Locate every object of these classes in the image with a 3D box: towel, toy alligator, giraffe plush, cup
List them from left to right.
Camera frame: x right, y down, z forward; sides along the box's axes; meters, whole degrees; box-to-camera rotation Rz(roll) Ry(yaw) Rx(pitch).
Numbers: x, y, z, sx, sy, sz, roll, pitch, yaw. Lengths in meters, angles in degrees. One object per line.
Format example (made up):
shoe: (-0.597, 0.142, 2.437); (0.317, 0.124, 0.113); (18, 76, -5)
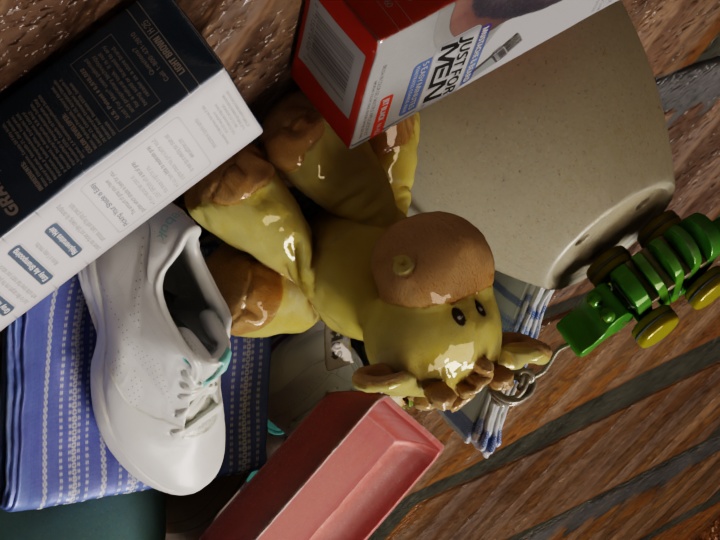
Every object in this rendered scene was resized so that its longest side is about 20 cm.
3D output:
towel: (-0.123, 0.057, 1.359); (0.199, 0.024, 0.146); (-5, 103, -44)
giraffe plush: (0.014, 0.009, 1.336); (0.172, 0.162, 0.201); (-35, 129, -17)
towel: (0.101, 0.018, 1.625); (0.147, 0.024, 0.201); (-138, -112, -74)
cup: (0.113, -0.074, 1.471); (0.200, 0.143, 0.200); (-34, 163, -12)
toy alligator: (0.161, 0.016, 1.454); (0.199, 0.059, 0.054); (-35, 162, -9)

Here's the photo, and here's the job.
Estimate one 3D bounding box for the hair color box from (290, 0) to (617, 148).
hair color box: (0.064, -0.158, 1.300); (0.199, 0.064, 0.111); (-32, 161, -22)

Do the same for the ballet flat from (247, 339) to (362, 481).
ballet flat: (-0.075, 0.116, 1.719); (0.200, 0.068, 0.068); (-38, 175, 3)

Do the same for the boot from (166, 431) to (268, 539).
boot: (-0.112, 0.151, 1.588); (0.200, 0.071, 0.146); (-35, 164, 20)

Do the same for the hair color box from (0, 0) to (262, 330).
hair color box: (-0.151, -0.045, 1.167); (0.200, 0.061, 0.100); (-37, 162, -2)

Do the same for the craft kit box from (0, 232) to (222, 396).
craft kit box: (-0.125, 0.063, 1.523); (0.200, 0.049, 0.198); (-38, 160, 0)

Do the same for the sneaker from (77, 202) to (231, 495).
sneaker: (-0.100, 0.049, 1.303); (0.075, 0.088, 0.201); (-38, 131, -34)

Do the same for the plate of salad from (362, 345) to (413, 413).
plate of salad: (0.002, 0.100, 1.760); (0.200, 0.048, 0.200); (-49, -175, 6)

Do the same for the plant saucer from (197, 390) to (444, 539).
plant saucer: (-0.042, 0.158, 1.474); (0.200, 0.037, 0.200); (-49, 162, -2)

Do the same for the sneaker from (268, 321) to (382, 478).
sneaker: (-0.017, 0.088, 1.562); (0.075, 0.100, 0.200); (-38, 161, 7)

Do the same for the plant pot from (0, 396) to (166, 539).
plant pot: (-0.204, 0.189, 1.399); (0.199, 0.135, 0.201); (-9, 139, -8)
